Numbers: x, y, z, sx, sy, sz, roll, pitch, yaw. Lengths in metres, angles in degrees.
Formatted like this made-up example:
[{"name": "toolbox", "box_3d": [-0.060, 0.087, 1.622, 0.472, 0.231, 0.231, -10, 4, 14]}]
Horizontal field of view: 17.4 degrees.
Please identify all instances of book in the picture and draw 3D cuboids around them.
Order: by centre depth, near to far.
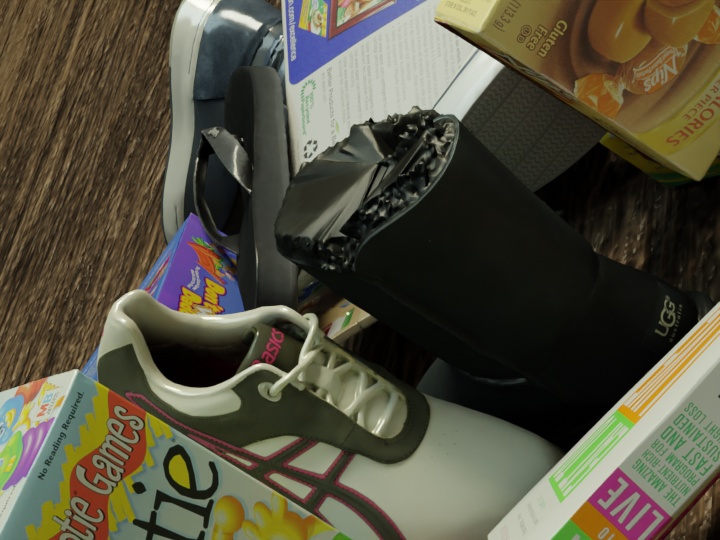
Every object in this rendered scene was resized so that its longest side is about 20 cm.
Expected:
[{"name": "book", "box_3d": [0.127, 0.038, 0.793, 0.200, 0.048, 0.134, -47, -5, 1]}]

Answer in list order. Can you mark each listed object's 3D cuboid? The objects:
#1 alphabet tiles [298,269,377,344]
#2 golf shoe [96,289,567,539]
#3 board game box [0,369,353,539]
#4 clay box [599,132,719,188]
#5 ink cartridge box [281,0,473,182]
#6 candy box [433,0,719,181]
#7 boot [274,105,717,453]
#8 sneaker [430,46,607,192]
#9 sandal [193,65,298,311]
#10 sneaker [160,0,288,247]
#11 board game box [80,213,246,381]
[{"name": "alphabet tiles", "box_3d": [0.000, 0.000, 1.156, 0.167, 0.008, 0.200, -34, 12, 18]}, {"name": "golf shoe", "box_3d": [-0.013, 0.064, 0.916, 0.088, 0.199, 0.077, 85, -160, -45]}, {"name": "board game box", "box_3d": [-0.065, 0.135, 0.867, 0.103, 0.200, 0.105, -18, 43, 57]}, {"name": "clay box", "box_3d": [0.174, -0.103, 0.978, 0.200, 0.048, 0.115, -15, 48, 61]}, {"name": "ink cartridge box", "box_3d": [0.044, -0.121, 1.117, 0.200, 0.047, 0.198, -29, 47, 33]}, {"name": "candy box", "box_3d": [0.131, -0.150, 0.910, 0.200, 0.115, 0.055, -58, 23, 1]}, {"name": "boot", "box_3d": [0.033, 0.012, 0.951, 0.200, 0.168, 0.077, -22, 40, 56]}, {"name": "sneaker", "box_3d": [0.085, -0.110, 0.980, 0.200, 0.073, 0.071, -50, 42, -2]}, {"name": "sandal", "box_3d": [-0.058, -0.038, 1.141, 0.200, 0.043, 0.076, -100, 12, -57]}, {"name": "sneaker", "box_3d": [-0.034, -0.046, 1.293, 0.077, 0.146, 0.203, -39, -38, -41]}, {"name": "board game box", "box_3d": [-0.127, 0.083, 1.156, 0.200, 0.045, 0.135, -54, 10, 23]}]
